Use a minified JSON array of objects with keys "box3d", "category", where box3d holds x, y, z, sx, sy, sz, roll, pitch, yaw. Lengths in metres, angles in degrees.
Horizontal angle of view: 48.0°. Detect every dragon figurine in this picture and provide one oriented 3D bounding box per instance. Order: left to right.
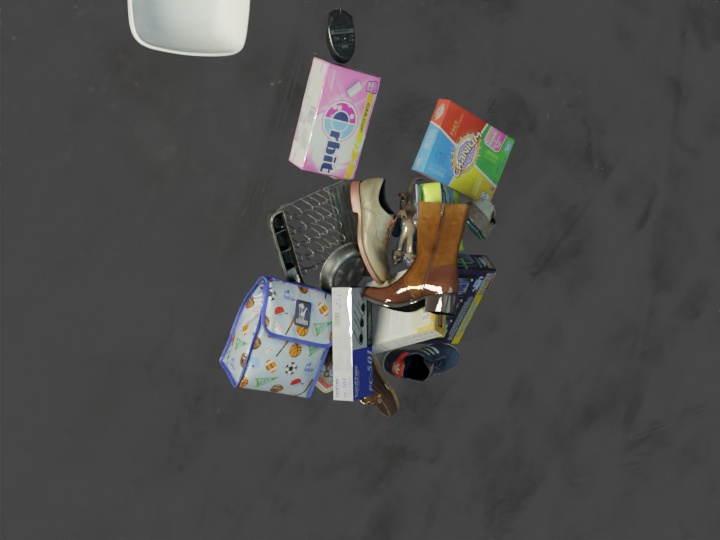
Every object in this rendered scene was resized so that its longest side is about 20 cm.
[{"box3d":[0.092,-0.097,1.602,0.057,0.203,0.101,9,136,-4],"category":"dragon figurine"}]

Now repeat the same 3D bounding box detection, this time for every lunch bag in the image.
[{"box3d":[-0.141,0.118,1.482,0.167,0.124,0.204,15,104,-34],"category":"lunch bag"}]

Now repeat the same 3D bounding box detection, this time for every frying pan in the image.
[{"box3d":[-0.011,0.014,1.576,0.116,0.031,0.189,-53,143,2],"category":"frying pan"}]

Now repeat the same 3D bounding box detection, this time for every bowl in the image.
[{"box3d":[-0.278,-0.448,1.284,0.196,0.074,0.205,-3,105,-32],"category":"bowl"}]

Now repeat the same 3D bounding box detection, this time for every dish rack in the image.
[{"box3d":[-0.077,-0.074,1.523,0.197,0.054,0.156,-27,117,-24],"category":"dish rack"}]

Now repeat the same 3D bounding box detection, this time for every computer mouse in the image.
[{"box3d":[-0.044,-0.476,1.452,0.058,0.034,0.205,-11,102,-31],"category":"computer mouse"}]

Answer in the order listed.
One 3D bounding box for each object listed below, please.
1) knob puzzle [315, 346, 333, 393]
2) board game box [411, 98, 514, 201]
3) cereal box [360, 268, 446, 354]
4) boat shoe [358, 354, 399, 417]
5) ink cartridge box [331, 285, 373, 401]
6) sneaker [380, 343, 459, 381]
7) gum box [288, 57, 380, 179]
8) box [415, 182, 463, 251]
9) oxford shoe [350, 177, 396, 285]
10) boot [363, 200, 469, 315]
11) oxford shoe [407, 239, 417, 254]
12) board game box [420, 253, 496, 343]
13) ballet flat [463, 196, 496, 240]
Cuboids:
[{"box3d":[-0.044,0.150,1.619,0.215,0.030,0.225,-10,108,-30],"category":"knob puzzle"},{"box3d":[0.214,-0.239,1.666,0.197,0.040,0.156,21,92,-34],"category":"board game box"},{"box3d":[0.076,0.074,1.543,0.039,0.197,0.147,31,53,-39],"category":"cereal box"},{"box3d":[0.016,0.235,1.645,0.070,0.070,0.202,-47,127,-27],"category":"boat shoe"},{"box3d":[-0.014,0.132,1.494,0.094,0.043,0.206,0,89,-66],"category":"ink cartridge box"},{"box3d":[0.142,0.201,1.716,0.196,0.084,0.077,-4,106,-31],"category":"sneaker"},{"box3d":[-0.049,-0.268,1.467,0.111,0.066,0.204,7,108,-32],"category":"gum box"},{"box3d":[0.156,-0.102,1.581,0.199,0.047,0.125,3,82,-71],"category":"box"},{"box3d":[0.035,-0.076,1.531,0.070,0.073,0.205,-21,99,-69],"category":"oxford shoe"},{"box3d":[0.098,-0.028,1.459,0.068,0.185,0.205,18,76,-54],"category":"boot"},{"box3d":[0.148,-0.001,1.681,0.074,0.057,0.204,-31,120,-25],"category":"oxford shoe"},{"box3d":[0.166,0.059,1.661,0.162,0.057,0.203,2,127,-31],"category":"board game box"},{"box3d":[0.244,-0.114,1.656,0.067,0.068,0.200,-47,166,6],"category":"ballet flat"}]
